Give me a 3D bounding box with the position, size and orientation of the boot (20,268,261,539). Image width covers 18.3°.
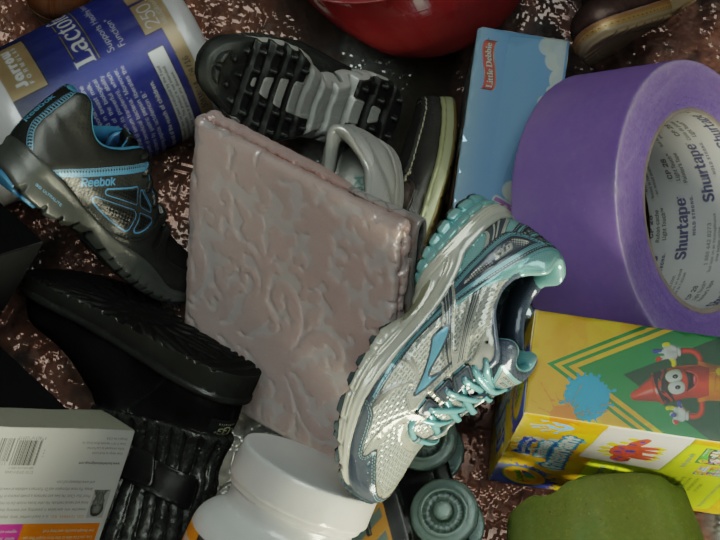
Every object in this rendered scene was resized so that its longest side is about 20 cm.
[{"bbox_3d":[-0.171,0.101,1.505,0.211,0.079,0.158,30,106,35],"label":"boot"}]

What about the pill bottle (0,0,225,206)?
[{"bbox_3d":[-0.202,-0.113,1.543,0.199,0.116,0.116,-28,77,-10],"label":"pill bottle"}]

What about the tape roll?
[{"bbox_3d":[0.192,-0.037,1.497,0.085,0.200,0.201,-6,68,41],"label":"tape roll"}]

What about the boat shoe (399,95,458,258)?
[{"bbox_3d":[0.019,-0.032,1.555,0.066,0.072,0.202,15,78,-4],"label":"boat shoe"}]

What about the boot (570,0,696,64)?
[{"bbox_3d":[0.158,-0.238,1.570,0.072,0.200,0.167,-31,92,30],"label":"boot"}]

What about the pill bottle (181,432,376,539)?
[{"bbox_3d":[-0.071,0.213,1.425,0.116,0.116,0.201,24,98,4],"label":"pill bottle"}]

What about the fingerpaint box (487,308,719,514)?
[{"bbox_3d":[0.178,0.094,1.460,0.166,0.200,0.074,8,73,0],"label":"fingerpaint box"}]

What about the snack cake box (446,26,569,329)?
[{"bbox_3d":[0.095,-0.052,1.542,0.067,0.115,0.201,9,74,-1],"label":"snack cake box"}]

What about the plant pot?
[{"bbox_3d":[0.167,0.238,1.440,0.199,0.200,0.191,-7,63,-5],"label":"plant pot"}]

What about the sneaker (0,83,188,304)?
[{"bbox_3d":[-0.159,-0.045,1.491,0.073,0.200,0.082,34,84,41],"label":"sneaker"}]

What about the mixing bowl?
[{"bbox_3d":[0.046,-0.223,1.573,0.199,0.109,0.201,-14,46,15],"label":"mixing bowl"}]

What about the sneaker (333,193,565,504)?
[{"bbox_3d":[0.055,0.056,1.356,0.086,0.078,0.201,27,91,26],"label":"sneaker"}]

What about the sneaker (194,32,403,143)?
[{"bbox_3d":[-0.061,-0.128,1.533,0.090,0.200,0.067,25,99,35],"label":"sneaker"}]

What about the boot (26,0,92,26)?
[{"bbox_3d":[-0.205,-0.276,1.569,0.073,0.155,0.201,-2,74,-3],"label":"boot"}]

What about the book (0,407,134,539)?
[{"bbox_3d":[-0.227,0.184,1.409,0.048,0.133,0.201,28,101,32],"label":"book"}]

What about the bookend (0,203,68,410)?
[{"bbox_3d":[-0.266,0.052,1.445,0.200,0.092,0.199,41,115,14],"label":"bookend"}]

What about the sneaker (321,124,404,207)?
[{"bbox_3d":[0.000,0.000,1.474,0.075,0.088,0.201,-14,75,12],"label":"sneaker"}]

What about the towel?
[{"bbox_3d":[-0.042,0.017,1.455,0.191,0.201,0.032,27,35,34],"label":"towel"}]

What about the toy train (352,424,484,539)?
[{"bbox_3d":[0.026,0.176,1.494,0.113,0.085,0.201,-16,75,2],"label":"toy train"}]
